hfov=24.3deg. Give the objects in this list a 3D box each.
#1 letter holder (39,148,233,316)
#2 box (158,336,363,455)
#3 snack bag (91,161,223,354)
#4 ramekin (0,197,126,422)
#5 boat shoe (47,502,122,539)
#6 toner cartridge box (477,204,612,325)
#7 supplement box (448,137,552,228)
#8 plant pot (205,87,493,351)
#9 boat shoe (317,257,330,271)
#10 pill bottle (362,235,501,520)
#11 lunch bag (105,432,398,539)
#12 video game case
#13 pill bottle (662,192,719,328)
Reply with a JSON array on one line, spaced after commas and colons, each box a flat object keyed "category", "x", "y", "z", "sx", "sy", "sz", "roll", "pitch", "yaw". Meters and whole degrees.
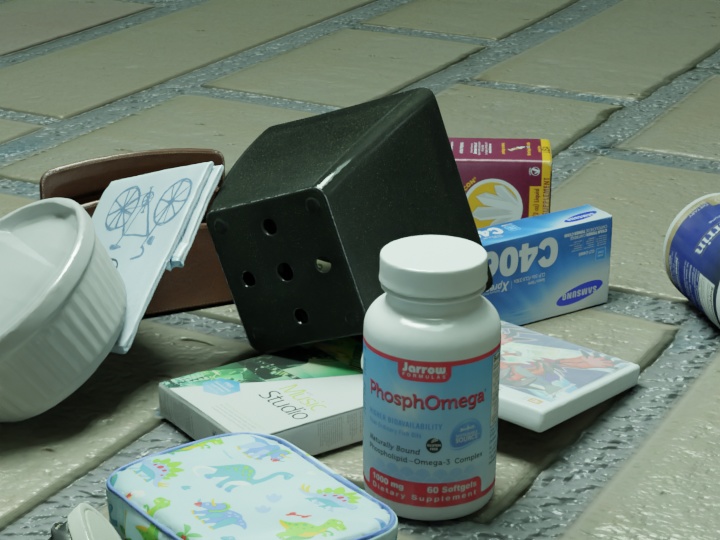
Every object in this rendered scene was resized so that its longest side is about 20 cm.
[{"category": "letter holder", "x": -0.213, "y": -0.040, "z": 1.685, "sx": 0.198, "sy": 0.144, "sz": 0.100, "roll": -9, "pitch": 22, "yaw": -24}, {"category": "box", "x": -0.055, "y": 0.112, "z": 1.442, "sx": 0.198, "sy": 0.037, "sz": 0.144, "roll": -12, "pitch": 24, "yaw": -34}, {"category": "snack bag", "x": -0.216, "y": -0.006, "z": 1.527, "sx": 0.021, "sy": 0.202, "sz": 0.188, "roll": 36, "pitch": -25, "yaw": -31}, {"category": "ramekin", "x": -0.291, "y": 0.040, "z": 1.441, "sx": 0.201, "sy": 0.094, "sz": 0.203, "roll": -27, "pitch": 34, "yaw": 19}, {"category": "boat shoe", "x": -0.174, "y": 0.236, "z": 1.081, "sx": 0.060, "sy": 0.074, "sz": 0.201, "roll": -39, "pitch": 42, "yaw": 7}, {"category": "toner cartridge box", "x": 0.160, "y": 0.001, "z": 1.652, "sx": 0.198, "sy": 0.096, "sz": 0.043, "roll": -14, "pitch": 26, "yaw": -31}, {"category": "supplement box", "x": 0.111, "y": -0.083, "z": 1.848, "sx": 0.197, "sy": 0.112, "sz": 0.086, "roll": 1, "pitch": 21, "yaw": 4}, {"category": "plant pot", "x": -0.025, "y": -0.031, "z": 1.520, "sx": 0.198, "sy": 0.202, "sz": 0.177, "roll": -11, "pitch": 14, "yaw": 33}, {"category": "boat shoe", "x": 0.000, "y": 0.000, "z": 1.698, "sx": 0.197, "sy": 0.063, "sz": 0.071, "roll": -1, "pitch": 19, "yaw": -9}, {"category": "pill bottle", "x": 0.055, "y": 0.081, "z": 1.290, "sx": 0.107, "sy": 0.202, "sz": 0.109, "roll": 0, "pitch": 20, "yaw": 0}, {"category": "lunch bag", "x": -0.074, "y": 0.189, "z": 1.175, "sx": 0.159, "sy": 0.083, "sz": 0.199, "roll": -16, "pitch": 26, "yaw": -34}, {"category": "video game case", "x": 0.127, "y": 0.085, "z": 1.476, "sx": 0.181, "sy": 0.023, "sz": 0.199, "roll": 18, "pitch": 17, "yaw": 29}, {"category": "pill bottle", "x": 0.379, "y": 0.008, "z": 1.606, "sx": 0.114, "sy": 0.117, "sz": 0.200, "roll": -5, "pitch": 22, "yaw": -13}]
